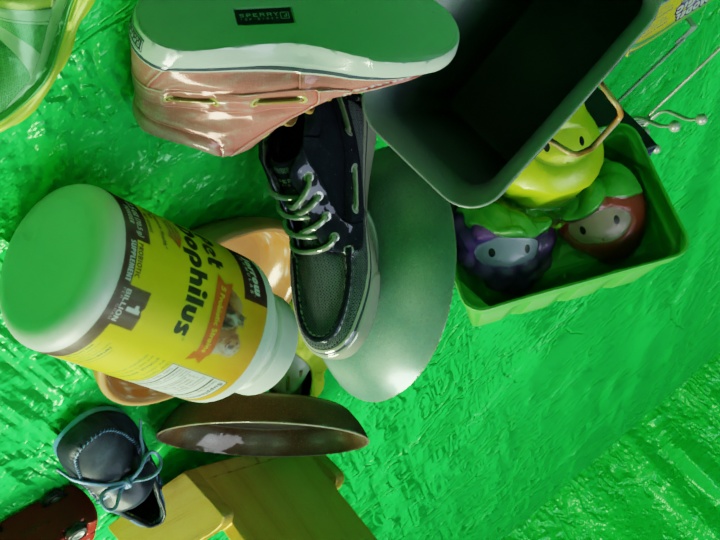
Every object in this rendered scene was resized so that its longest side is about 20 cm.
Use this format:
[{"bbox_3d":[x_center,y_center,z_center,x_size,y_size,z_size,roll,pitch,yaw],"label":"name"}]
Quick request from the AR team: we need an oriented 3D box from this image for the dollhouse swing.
[{"bbox_3d":[-0.106,0.285,1.234,0.182,0.176,0.200,-37,163,30],"label":"dollhouse swing"}]

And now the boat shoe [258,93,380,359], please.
[{"bbox_3d":[-0.037,-0.040,0.860,0.074,0.201,0.093,-7,168,31],"label":"boat shoe"}]

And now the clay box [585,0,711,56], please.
[{"bbox_3d":[0.229,-0.252,0.960,0.200,0.115,0.048,-34,155,-18],"label":"clay box"}]

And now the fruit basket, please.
[{"bbox_3d":[0.157,-0.061,0.993,0.215,0.156,0.216,-16,155,-8],"label":"fruit basket"}]

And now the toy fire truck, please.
[{"bbox_3d":[-0.332,0.285,1.084,0.200,0.049,0.141,-27,153,-34],"label":"toy fire truck"}]

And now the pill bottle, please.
[{"bbox_3d":[-0.133,0.024,0.811,0.109,0.109,0.200,-48,140,13],"label":"pill bottle"}]

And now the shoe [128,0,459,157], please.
[{"bbox_3d":[-0.043,-0.125,0.744,0.199,0.072,0.091,-3,148,-15],"label":"shoe"}]

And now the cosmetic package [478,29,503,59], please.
[{"bbox_3d":[0.043,-0.199,0.836,0.200,0.051,0.083,-7,142,-54],"label":"cosmetic package"}]

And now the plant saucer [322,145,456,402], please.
[{"bbox_3d":[0.000,0.000,0.933,0.039,0.201,0.201,8,130,-31],"label":"plant saucer"}]

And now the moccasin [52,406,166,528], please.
[{"bbox_3d":[-0.207,0.178,1.072,0.080,0.068,0.200,-39,157,-7],"label":"moccasin"}]

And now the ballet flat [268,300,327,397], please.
[{"bbox_3d":[-0.066,0.093,1.143,0.200,0.067,0.067,91,25,-64],"label":"ballet flat"}]

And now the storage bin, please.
[{"bbox_3d":[0.125,-0.145,0.841,0.200,0.146,0.134,-50,167,20],"label":"storage bin"}]

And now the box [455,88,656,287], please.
[{"bbox_3d":[0.177,-0.072,1.207,0.148,0.104,0.200,-22,150,-38],"label":"box"}]

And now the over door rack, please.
[{"bbox_3d":[0.334,-0.194,1.296,0.147,0.067,0.200,-17,146,-47],"label":"over door rack"}]

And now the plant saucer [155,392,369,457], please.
[{"bbox_3d":[-0.091,0.145,1.128,0.199,0.035,0.200,1,162,0],"label":"plant saucer"}]

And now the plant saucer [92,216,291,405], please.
[{"bbox_3d":[-0.133,0.028,0.970,0.200,0.037,0.200,-34,155,-18],"label":"plant saucer"}]

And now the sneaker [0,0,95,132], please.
[{"bbox_3d":[-0.167,-0.149,0.581,0.083,0.074,0.200,22,114,-43],"label":"sneaker"}]
